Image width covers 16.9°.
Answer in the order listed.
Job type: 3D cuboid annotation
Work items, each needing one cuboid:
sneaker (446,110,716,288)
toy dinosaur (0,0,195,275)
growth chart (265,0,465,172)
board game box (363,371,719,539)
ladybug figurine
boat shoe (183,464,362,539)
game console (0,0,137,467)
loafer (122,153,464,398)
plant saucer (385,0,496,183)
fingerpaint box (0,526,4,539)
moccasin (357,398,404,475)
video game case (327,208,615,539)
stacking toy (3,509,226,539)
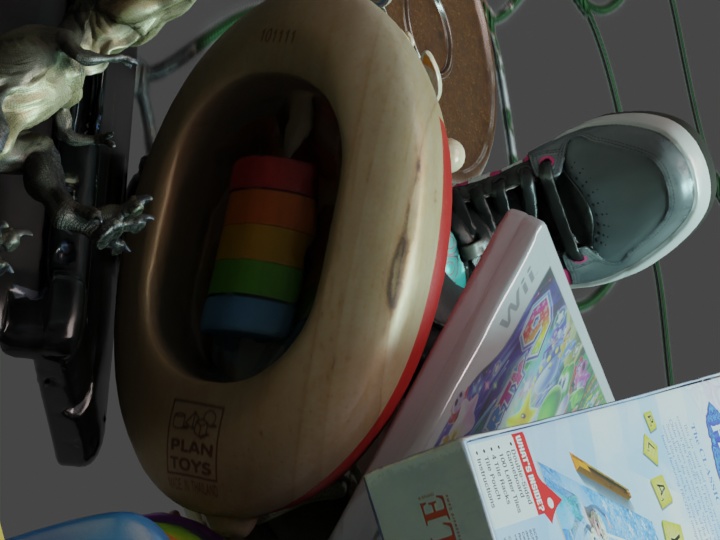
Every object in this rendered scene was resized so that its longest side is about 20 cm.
[{"bbox_3d":[0.049,-0.012,1.056,0.120,0.199,0.084,-27,95,-48],"label":"sneaker"},{"bbox_3d":[-0.120,-0.039,0.775,0.199,0.048,0.088,-27,66,-36],"label":"toy dinosaur"},{"bbox_3d":[-0.021,-0.116,0.984,0.018,0.145,0.201,-25,85,-20],"label":"growth chart"},{"bbox_3d":[0.095,0.142,0.781,0.199,0.041,0.201,-6,77,-58],"label":"board game box"},{"bbox_3d":[-0.023,-0.001,0.879,0.072,0.135,0.202,24,77,-50],"label":"ladybug figurine"},{"bbox_3d":[-0.021,0.113,0.956,0.073,0.063,0.202,-10,85,-30],"label":"boat shoe"},{"bbox_3d":[-0.146,-0.053,0.862,0.176,0.115,0.201,93,0,-63],"label":"game console"},{"bbox_3d":[0.000,0.000,0.972,0.200,0.071,0.068,24,18,-19],"label":"loafer"},{"bbox_3d":[0.022,-0.118,1.214,0.200,0.034,0.202,39,44,-52],"label":"plant saucer"},{"bbox_3d":[-0.163,0.135,0.681,0.167,0.073,0.202,-23,100,-63],"label":"fingerpaint box"},{"bbox_3d":[0.027,0.086,1.080,0.074,0.077,0.202,67,28,-21],"label":"moccasin"},{"bbox_3d":[0.050,0.080,0.936,0.144,0.018,0.200,-60,156,-15],"label":"video game case"},{"bbox_3d":[-0.077,0.127,0.854,0.200,0.109,0.117,-40,112,-77],"label":"stacking toy"}]
